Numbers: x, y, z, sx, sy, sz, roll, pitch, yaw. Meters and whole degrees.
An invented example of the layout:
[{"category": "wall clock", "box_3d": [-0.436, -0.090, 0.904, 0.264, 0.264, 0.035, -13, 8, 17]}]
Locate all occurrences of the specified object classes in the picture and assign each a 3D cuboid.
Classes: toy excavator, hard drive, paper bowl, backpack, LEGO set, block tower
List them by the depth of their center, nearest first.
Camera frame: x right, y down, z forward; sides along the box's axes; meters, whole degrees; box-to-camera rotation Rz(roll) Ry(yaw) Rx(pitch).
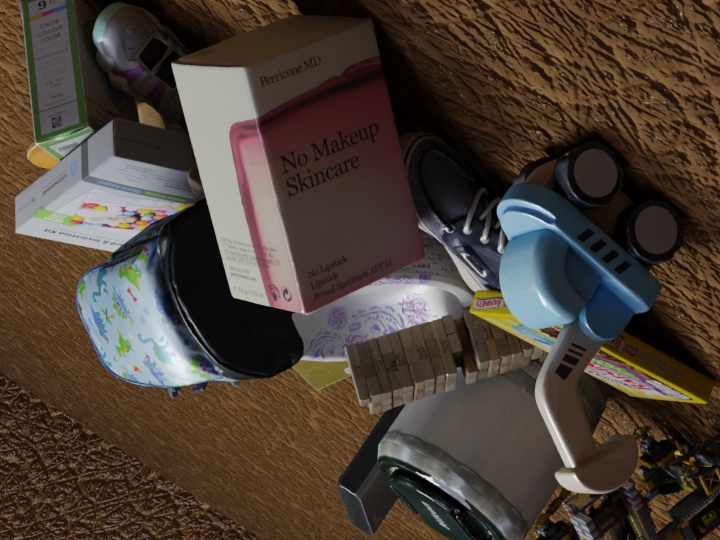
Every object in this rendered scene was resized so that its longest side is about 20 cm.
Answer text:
[{"category": "toy excavator", "box_3d": [0.158, 0.036, 1.437, 0.194, 0.201, 0.100, 40, 164, -13]}, {"category": "backpack", "box_3d": [-0.155, 0.027, 1.669, 0.164, 0.153, 0.200, 63, 165, -14]}, {"category": "block tower", "box_3d": [0.087, 0.071, 1.721, 0.058, 0.198, 0.054, 89, 165, -69]}, {"category": "paper bowl", "box_3d": [0.000, 0.000, 1.731, 0.199, 0.105, 0.201, -7, 159, -3]}, {"category": "LEGO set", "box_3d": [0.239, 0.198, 1.761, 0.116, 0.199, 0.154, 62, 170, -24]}, {"category": "hard drive", "box_3d": [0.048, 0.169, 2.018, 0.033, 0.201, 0.140, 30, 163, 18]}]

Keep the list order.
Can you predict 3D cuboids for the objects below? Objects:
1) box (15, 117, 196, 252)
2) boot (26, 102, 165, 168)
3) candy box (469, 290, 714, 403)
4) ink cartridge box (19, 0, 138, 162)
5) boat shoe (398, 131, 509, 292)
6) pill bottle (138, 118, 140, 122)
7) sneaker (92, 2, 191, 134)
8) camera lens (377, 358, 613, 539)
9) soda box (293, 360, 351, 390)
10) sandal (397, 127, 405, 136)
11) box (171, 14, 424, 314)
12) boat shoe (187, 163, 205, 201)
[{"category": "box", "box_3d": [-0.203, -0.071, 1.770, 0.155, 0.042, 0.200, 12, 156, -34]}, {"category": "boot", "box_3d": [-0.244, -0.080, 1.942, 0.200, 0.145, 0.071, -15, 173, 30]}, {"category": "candy box", "box_3d": [0.196, 0.065, 1.644, 0.199, 0.027, 0.102, 27, 168, -31]}, {"category": "ink cartridge box", "box_3d": [-0.258, -0.195, 1.777, 0.059, 0.202, 0.104, -17, 159, 16]}, {"category": "boat shoe", "box_3d": [0.104, -0.043, 1.585, 0.092, 0.075, 0.200, 10, 156, 39]}, {"category": "pill bottle", "box_3d": [-0.218, -0.064, 2.081, 0.113, 0.114, 0.200, 28, 162, 27]}, {"category": "sneaker", "box_3d": [-0.141, -0.165, 1.744, 0.139, 0.078, 0.200, 12, 155, 44]}, {"category": "camera lens", "box_3d": [0.123, 0.146, 1.805, 0.159, 0.201, 0.160, 32, 163, 11]}, {"category": "soda box", "box_3d": [-0.074, 0.028, 1.916, 0.067, 0.064, 0.200, -25, 126, 26]}, {"category": "sandal", "box_3d": [-0.020, -0.113, 1.645, 0.199, 0.043, 0.076, 27, 144, 21]}, {"category": "box", "box_3d": [-0.046, -0.085, 1.512, 0.109, 0.127, 0.202, 12, 121, 53]}, {"category": "boat shoe", "box_3d": [-0.113, -0.078, 1.671, 0.069, 0.071, 0.201, 11, 136, 3]}]
